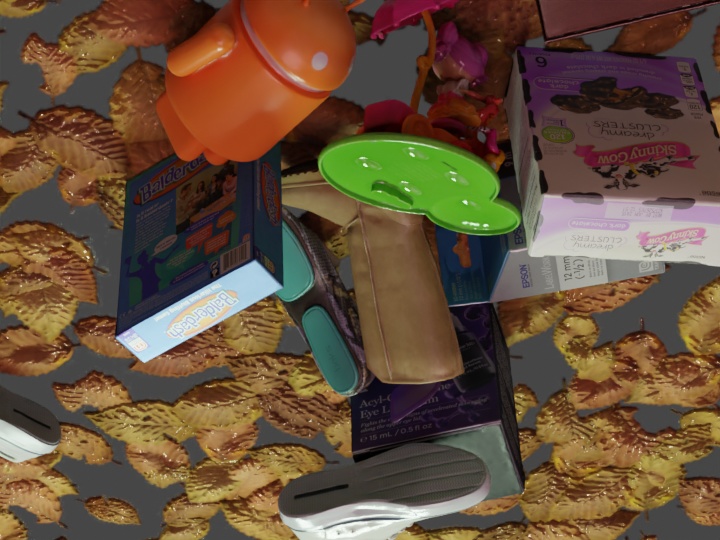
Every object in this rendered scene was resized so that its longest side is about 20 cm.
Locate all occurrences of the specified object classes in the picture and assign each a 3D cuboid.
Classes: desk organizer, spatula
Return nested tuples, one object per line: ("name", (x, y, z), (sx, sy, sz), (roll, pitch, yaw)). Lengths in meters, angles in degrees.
("desk organizer", (0.237, -0.258, 1.468), (0.198, 0.072, 0.077), (-12, 130, 8))
("spatula", (0.038, 0.070, 1.675), (0.056, 0.201, 0.021), (-34, 125, 13))

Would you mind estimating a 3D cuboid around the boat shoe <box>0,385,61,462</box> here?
("boat shoe", (-0.392, 0.142, 1.799), (0.067, 0.074, 0.200), (-34, 127, 22))

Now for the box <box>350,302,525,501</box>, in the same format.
("box", (0.071, 0.124, 1.724), (0.147, 0.201, 0.105), (-14, 130, 9))

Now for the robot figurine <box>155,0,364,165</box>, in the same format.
("robot figurine", (-0.085, -0.170, 1.498), (0.144, 0.117, 0.200), (38, 121, -24))

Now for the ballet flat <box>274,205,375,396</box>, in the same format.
("ballet flat", (-0.039, 0.021, 1.688), (0.072, 0.072, 0.201), (-29, 87, 22))

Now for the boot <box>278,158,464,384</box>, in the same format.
("boot", (0.000, 0.000, 1.598), (0.174, 0.066, 0.202), (0, 106, 44))

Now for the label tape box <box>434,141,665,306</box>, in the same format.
("label tape box", (0.163, -0.052, 1.605), (0.198, 0.144, 0.066), (-8, 134, 4))

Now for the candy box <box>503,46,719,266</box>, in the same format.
("candy box", (0.218, -0.099, 1.526), (0.166, 0.201, 0.072), (3, 133, -7))

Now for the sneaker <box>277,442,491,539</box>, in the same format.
("sneaker", (0.026, 0.208, 1.624), (0.198, 0.073, 0.071), (-9, 138, 17))

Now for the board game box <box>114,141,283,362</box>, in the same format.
("board game box", (-0.140, -0.033, 1.566), (0.151, 0.201, 0.045), (-27, 130, 22))

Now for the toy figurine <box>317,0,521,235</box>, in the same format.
("toy figurine", (0.069, -0.150, 1.490), (0.149, 0.186, 0.199), (-10, 153, 43))
